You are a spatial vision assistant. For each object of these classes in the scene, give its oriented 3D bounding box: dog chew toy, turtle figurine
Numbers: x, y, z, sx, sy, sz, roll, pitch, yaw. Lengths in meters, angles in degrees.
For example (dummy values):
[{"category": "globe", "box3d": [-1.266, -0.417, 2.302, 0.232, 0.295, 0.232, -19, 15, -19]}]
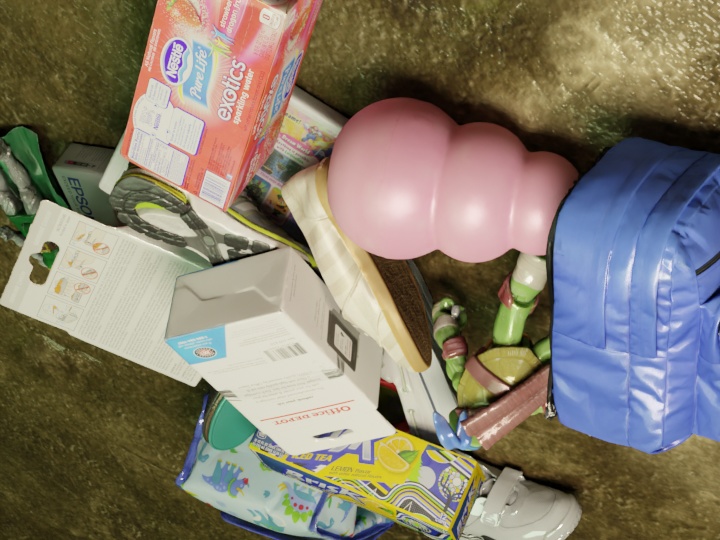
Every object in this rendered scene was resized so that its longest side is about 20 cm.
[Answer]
[{"category": "dog chew toy", "box3d": [0.078, -0.062, 1.322, 0.199, 0.125, 0.125, 10, 141, 14]}, {"category": "turtle figurine", "box3d": [0.140, 0.051, 1.448, 0.144, 0.199, 0.194, 48, 127, 24]}]

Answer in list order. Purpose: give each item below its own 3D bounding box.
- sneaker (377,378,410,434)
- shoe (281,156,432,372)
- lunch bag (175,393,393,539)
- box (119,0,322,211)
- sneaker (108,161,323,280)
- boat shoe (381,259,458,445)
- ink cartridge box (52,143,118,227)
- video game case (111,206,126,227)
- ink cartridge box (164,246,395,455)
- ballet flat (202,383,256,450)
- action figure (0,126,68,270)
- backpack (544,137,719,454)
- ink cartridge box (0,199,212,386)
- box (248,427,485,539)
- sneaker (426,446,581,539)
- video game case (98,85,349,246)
[{"category": "sneaker", "box3d": [-0.024, 0.110, 1.620, 0.198, 0.078, 0.085, 9, 175, 14]}, {"category": "shoe", "box3d": [0.000, 0.000, 1.419, 0.053, 0.070, 0.201, -20, 110, 24]}, {"category": "lunch bag", "box3d": [-0.066, 0.213, 1.758, 0.169, 0.128, 0.200, 16, 172, 24]}, {"category": "box", "box3d": [-0.104, -0.161, 1.319, 0.102, 0.095, 0.201, 26, 132, 6]}, {"category": "sneaker", "box3d": [-0.107, -0.048, 1.416, 0.199, 0.081, 0.074, 32, 139, -25]}, {"category": "boat shoe", "box3d": [0.040, 0.075, 1.515, 0.066, 0.074, 0.201, -17, 110, 15]}, {"category": "ink cartridge box", "box3d": [-0.170, -0.024, 1.614, 0.199, 0.043, 0.197, 11, 140, 28]}, {"category": "video game case", "box3d": [-0.116, -0.002, 1.568, 0.181, 0.022, 0.201, -1, 136, 12]}, {"category": "ink cartridge box", "box3d": [-0.060, 0.072, 1.446, 0.115, 0.067, 0.200, -14, 140, 25]}, {"category": "ballet flat", "box3d": [-0.095, 0.080, 1.584, 0.068, 0.069, 0.200, 6, 134, -32]}, {"category": "action figure", "box3d": [-0.315, -0.049, 1.684, 0.117, 0.055, 0.200, 0, 139, 32]}, {"category": "backpack", "box3d": [0.229, 0.009, 1.253, 0.167, 0.163, 0.201, 11, 127, 30]}, {"category": "ink cartridge box", "box3d": [-0.207, 0.010, 1.552, 0.199, 0.050, 0.161, 25, 135, -9]}, {"category": "box", "box3d": [0.005, 0.172, 1.537, 0.199, 0.070, 0.064, 20, 163, 18]}, {"category": "sneaker", "box3d": [0.110, 0.210, 1.661, 0.199, 0.075, 0.115, -1, 137, 41]}, {"category": "video game case", "box3d": [-0.101, -0.087, 1.449, 0.199, 0.024, 0.182, 32, 123, -1]}]
